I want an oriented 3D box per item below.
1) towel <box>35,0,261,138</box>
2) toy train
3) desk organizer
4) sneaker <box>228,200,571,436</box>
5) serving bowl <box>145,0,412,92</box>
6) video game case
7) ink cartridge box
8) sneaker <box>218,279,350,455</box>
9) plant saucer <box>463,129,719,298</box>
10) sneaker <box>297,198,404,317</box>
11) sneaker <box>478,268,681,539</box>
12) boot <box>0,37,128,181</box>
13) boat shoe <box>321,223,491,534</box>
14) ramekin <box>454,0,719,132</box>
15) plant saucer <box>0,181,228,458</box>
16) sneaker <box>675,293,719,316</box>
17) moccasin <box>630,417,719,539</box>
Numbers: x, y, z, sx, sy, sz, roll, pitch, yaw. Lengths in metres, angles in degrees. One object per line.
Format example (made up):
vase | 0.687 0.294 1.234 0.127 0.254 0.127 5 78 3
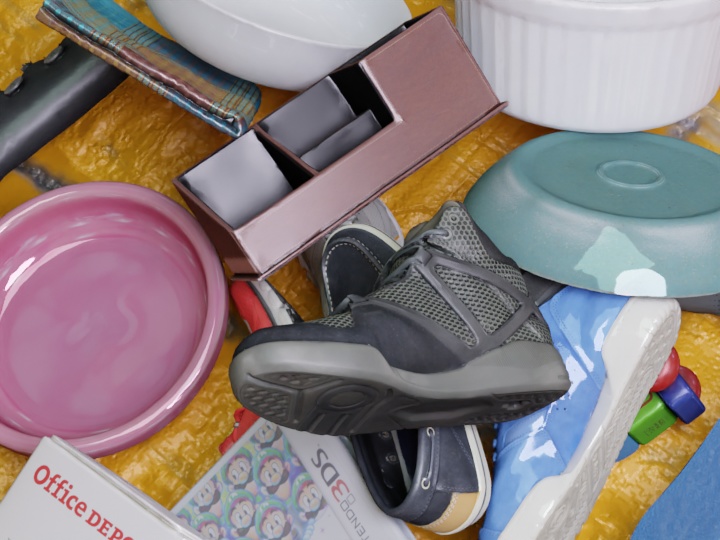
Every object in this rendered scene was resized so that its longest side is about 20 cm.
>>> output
towel | -0.131 -0.140 0.972 0.147 0.200 0.022 30 99 -7
toy train | 0.119 0.039 0.956 0.116 0.085 0.200 -39 61 7
desk organizer | -0.014 -0.080 0.940 0.200 0.072 0.077 -36 101 -15
sneaker | 0.013 0.024 0.782 0.199 0.076 0.114 -1 62 -31
serving bowl | -0.068 -0.182 1.049 0.200 0.066 0.200 18 30 -11
video game case | -0.059 0.194 0.866 0.200 0.024 0.182 -46 50 11
ink cartridge box | -0.174 0.219 0.859 0.147 0.083 0.200 26 79 42
sneaker | -0.056 0.089 0.953 0.085 0.077 0.200 -25 62 5
plant saucer | 0.163 -0.045 0.908 0.200 0.036 0.200 2 27 -1
sneaker | 0.000 0.000 0.975 0.076 0.092 0.200 -21 63 -2
sneaker | 0.094 0.084 0.868 0.111 0.077 0.200 27 88 28
boot | -0.237 -0.090 1.032 0.200 0.066 0.165 -38 31 -12
boat shoe | 0.014 0.057 0.853 0.075 0.062 0.200 -40 57 37
ramekin | 0.156 -0.172 0.992 0.200 0.098 0.200 0 33 0
plant saucer | -0.183 0.037 1.001 0.200 0.051 0.201 -5 63 9
sneaker | 0.278 0.041 0.927 0.200 0.084 0.121 0 55 6
moccasin | 0.237 0.114 0.878 0.200 0.068 0.080 -42 58 11
